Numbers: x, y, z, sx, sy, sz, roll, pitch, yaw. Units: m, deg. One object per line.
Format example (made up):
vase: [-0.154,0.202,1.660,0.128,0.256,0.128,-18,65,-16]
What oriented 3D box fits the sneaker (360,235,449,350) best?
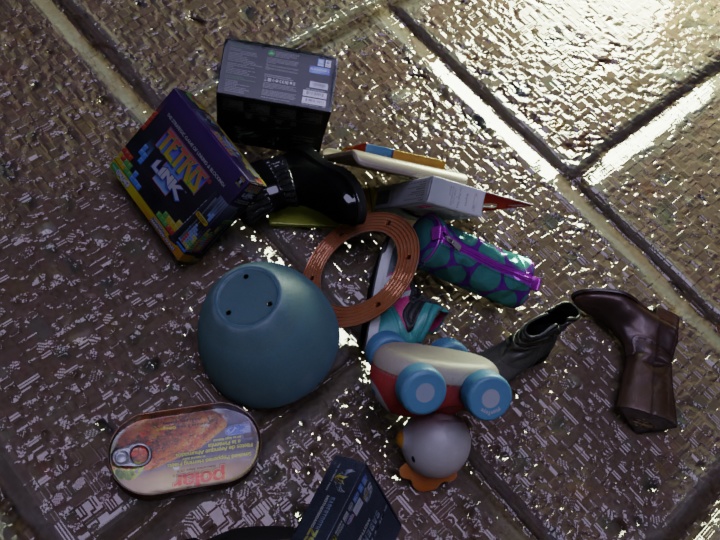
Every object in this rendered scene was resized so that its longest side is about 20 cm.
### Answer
sneaker: [0.073,0.042,1.334,0.120,0.084,0.201,14,56,-6]

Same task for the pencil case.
pencil case: [0.168,-0.012,1.345,0.199,0.092,0.086,22,75,-25]

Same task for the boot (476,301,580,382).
boot: [0.220,0.112,1.295,0.199,0.131,0.068,-28,69,-25]

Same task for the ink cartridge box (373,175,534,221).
ink cartridge box: [0.137,-0.096,1.363,0.172,0.200,0.044,14,85,-21]

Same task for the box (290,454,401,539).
box: [-0.030,0.352,1.087,0.051,0.158,0.201,10,52,31]

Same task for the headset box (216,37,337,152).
headset box: [-0.134,-0.262,1.406,0.172,0.200,0.094,9,75,-6]

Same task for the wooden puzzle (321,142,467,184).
wooden puzzle: [0.050,-0.167,1.387,0.183,0.200,0.038,10,96,-18]

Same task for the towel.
towel: [-0.049,-0.101,1.432,0.198,0.018,0.087,2,54,-10]

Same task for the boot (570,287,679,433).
boot: [0.399,0.137,1.365,0.185,0.064,0.201,16,63,0]

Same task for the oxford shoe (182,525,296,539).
oxford shoe: [-0.154,0.364,1.118,0.198,0.071,0.072,-8,90,-16]

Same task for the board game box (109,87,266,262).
board game box: [-0.259,-0.140,1.331,0.165,0.057,0.200,-46,71,17]

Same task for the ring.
ring: [0.000,0.000,1.317,0.199,0.019,0.202,-18,49,22]

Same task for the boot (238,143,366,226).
boot: [-0.103,-0.110,1.353,0.157,0.080,0.211,-22,40,-29]

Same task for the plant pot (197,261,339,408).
plant pot: [-0.136,0.067,1.211,0.198,0.135,0.202,-4,61,7]

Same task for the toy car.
toy car: [0.087,0.204,1.200,0.175,0.184,0.202,7,99,-16]

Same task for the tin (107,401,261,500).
tin: [-0.230,0.239,1.181,0.198,0.042,0.113,-5,57,-15]
